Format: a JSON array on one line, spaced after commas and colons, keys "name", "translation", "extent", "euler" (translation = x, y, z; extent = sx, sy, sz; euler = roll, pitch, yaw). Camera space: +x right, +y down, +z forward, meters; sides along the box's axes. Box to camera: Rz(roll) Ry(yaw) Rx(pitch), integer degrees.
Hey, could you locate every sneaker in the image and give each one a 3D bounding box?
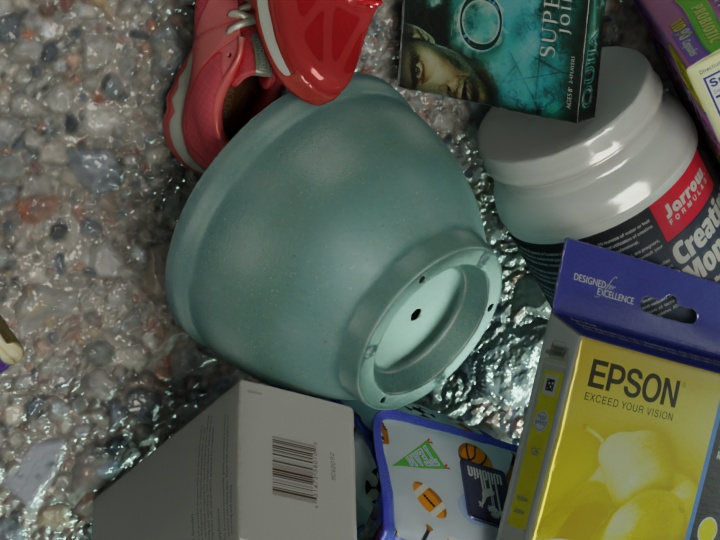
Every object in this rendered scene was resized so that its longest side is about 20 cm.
[{"name": "sneaker", "translation": [-0.066, -0.148, 1.222], "extent": [0.073, 0.087, 0.201], "euler": [0, 108, -25]}, {"name": "sneaker", "translation": [0.004, -0.200, 1.171], "extent": [0.078, 0.115, 0.201], "euler": [20, 64, -42]}]

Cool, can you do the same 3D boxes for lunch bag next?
[{"name": "lunch bag", "translation": [0.040, 0.153, 1.309], "extent": [0.170, 0.200, 0.124], "euler": [20, 99, -27]}]

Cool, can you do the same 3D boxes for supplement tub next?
[{"name": "supplement tub", "translation": [0.174, -0.032, 1.339], "extent": [0.140, 0.140, 0.200], "euler": [-36, 119, -9]}]

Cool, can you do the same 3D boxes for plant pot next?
[{"name": "plant pot", "translation": [0.000, 0.000, 1.229], "extent": [0.200, 0.134, 0.201], "euler": [-32, 144, -27]}]

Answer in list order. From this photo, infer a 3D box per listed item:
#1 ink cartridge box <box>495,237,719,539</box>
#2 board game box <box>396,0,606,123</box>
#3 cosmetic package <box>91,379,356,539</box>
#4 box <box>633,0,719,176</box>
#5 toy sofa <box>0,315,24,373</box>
[{"name": "ink cartridge box", "translation": [0.186, 0.100, 1.258], "extent": [0.197, 0.047, 0.201], "euler": [14, 91, -35]}, {"name": "board game box", "translation": [0.090, -0.201, 1.250], "extent": [0.028, 0.135, 0.201], "euler": [-20, 119, -54]}, {"name": "cosmetic package", "translation": [-0.089, 0.158, 1.247], "extent": [0.085, 0.200, 0.108], "euler": [15, 57, -28]}, {"name": "box", "translation": [0.268, -0.106, 1.325], "extent": [0.096, 0.176, 0.200], "euler": [-26, 118, 7]}, {"name": "toy sofa", "translation": [-0.297, 0.081, 1.200], "extent": [0.200, 0.083, 0.098], "euler": [-34, 117, -10]}]
